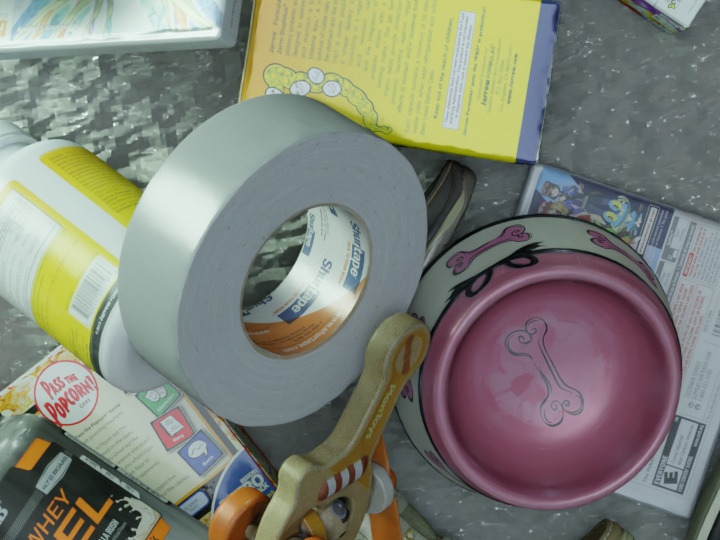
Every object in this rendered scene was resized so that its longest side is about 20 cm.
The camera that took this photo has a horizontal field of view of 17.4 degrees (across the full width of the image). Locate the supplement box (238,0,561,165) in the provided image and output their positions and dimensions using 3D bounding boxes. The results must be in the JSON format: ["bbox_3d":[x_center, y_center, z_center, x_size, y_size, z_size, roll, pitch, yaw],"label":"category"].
[{"bbox_3d":[0.025,-0.137,1.565,0.199,0.109,0.110,9,93,0],"label":"supplement box"}]

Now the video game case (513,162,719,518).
[{"bbox_3d":[0.172,0.048,1.618,0.181,0.023,0.201,18,94,-1],"label":"video game case"}]

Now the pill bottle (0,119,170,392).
[{"bbox_3d":[-0.187,-0.016,1.545,0.200,0.112,0.112,36,93,28],"label":"pill bottle"}]

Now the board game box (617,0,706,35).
[{"bbox_3d":[0.156,-0.255,1.560,0.200,0.103,0.105,34,93,-2],"label":"board game box"}]

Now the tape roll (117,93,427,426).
[{"bbox_3d":[-0.052,-0.006,1.470,0.066,0.200,0.201,32,94,42],"label":"tape roll"}]

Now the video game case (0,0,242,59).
[{"bbox_3d":[-0.155,-0.231,1.536,0.199,0.022,0.183,0,77,31],"label":"video game case"}]

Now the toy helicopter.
[{"bbox_3d":[-0.002,0.120,1.509,0.079,0.132,0.201,32,103,32],"label":"toy helicopter"}]

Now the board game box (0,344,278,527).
[{"bbox_3d":[-0.155,0.137,1.613,0.151,0.046,0.200,-37,92,3],"label":"board game box"}]

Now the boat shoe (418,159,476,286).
[{"bbox_3d":[0.000,0.000,1.591,0.073,0.074,0.200,38,92,-2],"label":"boat shoe"}]

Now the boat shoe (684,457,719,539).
[{"bbox_3d":[0.274,0.139,1.596,0.067,0.072,0.201,27,91,3],"label":"boat shoe"}]

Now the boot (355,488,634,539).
[{"bbox_3d":[0.071,0.199,1.603,0.200,0.072,0.155,-40,90,6],"label":"boot"}]

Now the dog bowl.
[{"bbox_3d":[0.122,0.068,1.548,0.199,0.074,0.201,-3,105,-9],"label":"dog bowl"}]

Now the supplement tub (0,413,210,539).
[{"bbox_3d":[-0.194,0.176,1.532,0.199,0.123,0.123,33,93,-1],"label":"supplement tub"}]
